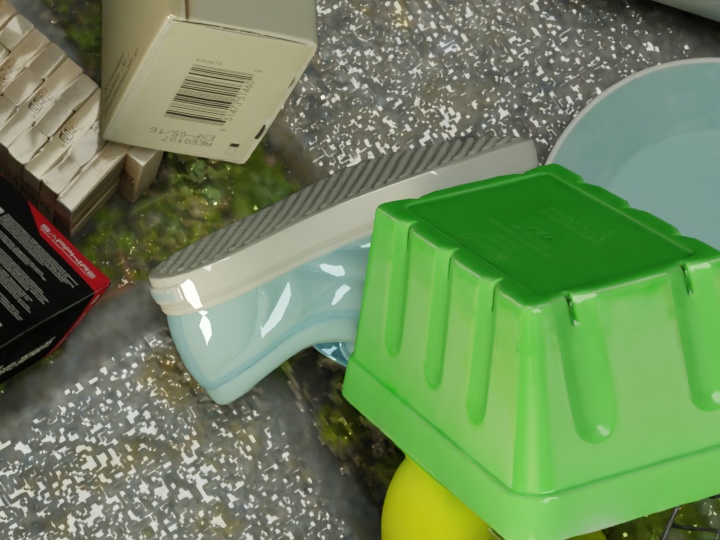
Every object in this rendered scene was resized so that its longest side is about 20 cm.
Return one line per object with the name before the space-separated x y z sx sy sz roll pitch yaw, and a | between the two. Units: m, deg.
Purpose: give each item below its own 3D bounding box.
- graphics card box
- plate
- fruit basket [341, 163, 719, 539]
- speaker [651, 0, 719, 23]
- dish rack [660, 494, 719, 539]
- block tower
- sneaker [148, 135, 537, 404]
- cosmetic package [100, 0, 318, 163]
graphics card box | -0.195 0.000 1.062 0.125 0.200 0.051 44 108 2
plate | 0.175 -0.005 1.216 0.199 0.026 0.201 3 75 -10
fruit basket | 0.077 0.077 1.075 0.155 0.216 0.217 -14 77 -18
speaker | 0.148 -0.171 1.229 0.199 0.081 0.082 17 72 -6
dish rack | 0.201 0.142 1.148 0.153 0.055 0.201 31 74 -13
block tower | -0.182 -0.098 1.158 0.200 0.054 0.058 40 72 3
sneaker | 0.000 0.000 1.168 0.199 0.074 0.082 -23 106 -19
cosmetic package | -0.071 -0.162 1.144 0.073 0.104 0.201 8 57 -20
